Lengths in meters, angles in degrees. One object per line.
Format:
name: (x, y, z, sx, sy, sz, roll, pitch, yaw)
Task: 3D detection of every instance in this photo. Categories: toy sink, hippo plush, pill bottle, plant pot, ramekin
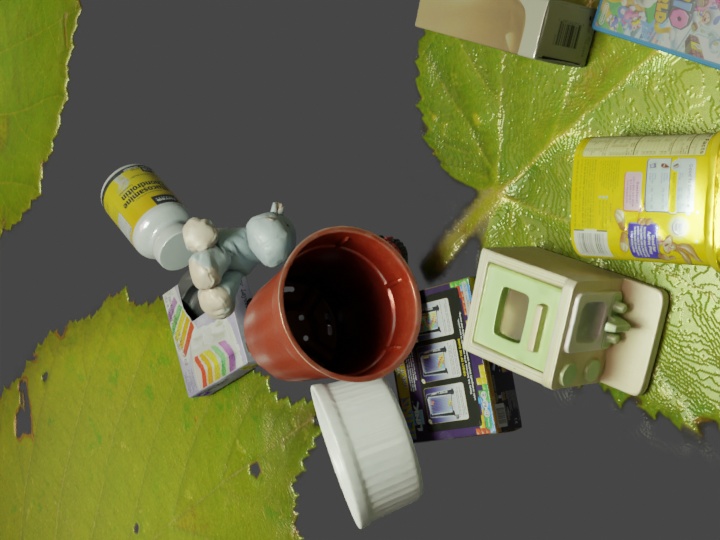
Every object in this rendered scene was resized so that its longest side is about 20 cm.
toy sink: (0.232, 0.059, 1.251, 0.200, 0.112, 0.131, 24, 109, 43)
hippo plush: (-0.171, -0.016, 1.647, 0.200, 0.160, 0.160, -172, 69, -89)
pill bottle: (-0.358, -0.090, 1.862, 0.200, 0.112, 0.112, 44, 122, 35)
plant pot: (-0.053, 0.062, 1.435, 0.195, 0.200, 0.201, -26, 72, 60)
ramekin: (0.010, 0.234, 1.443, 0.200, 0.098, 0.201, 162, 90, -82)

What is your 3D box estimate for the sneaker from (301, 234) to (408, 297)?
sneaker: (0.000, 0.000, 1.535, 0.200, 0.079, 0.096, 12, 118, 49)

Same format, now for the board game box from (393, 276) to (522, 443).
board game box: (0.117, 0.120, 1.415, 0.165, 0.057, 0.200, -16, 81, 47)

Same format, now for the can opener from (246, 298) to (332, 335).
can opener: (-0.109, 0.061, 1.643, 0.200, 0.063, 0.079, 9, 99, 45)

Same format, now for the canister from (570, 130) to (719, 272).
canister: (0.330, -0.077, 1.164, 0.200, 0.086, 0.149, 6, 96, 47)

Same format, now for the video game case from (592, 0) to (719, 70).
video game case: (0.356, -0.308, 1.175, 0.200, 0.018, 0.143, 32, 113, 41)

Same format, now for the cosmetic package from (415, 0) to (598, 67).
cosmetic package: (0.174, -0.304, 1.305, 0.200, 0.105, 0.071, 28, 111, 44)

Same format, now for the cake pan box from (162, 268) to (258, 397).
cake pan box: (-0.244, 0.090, 1.796, 0.184, 0.052, 0.200, -29, 71, 41)
